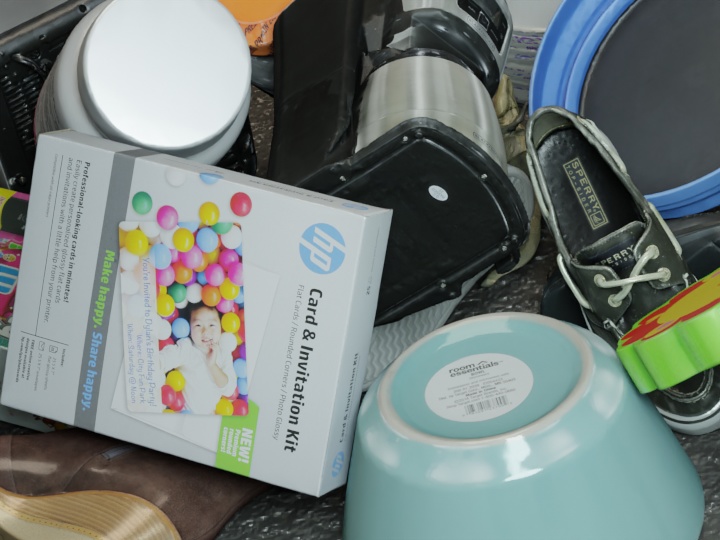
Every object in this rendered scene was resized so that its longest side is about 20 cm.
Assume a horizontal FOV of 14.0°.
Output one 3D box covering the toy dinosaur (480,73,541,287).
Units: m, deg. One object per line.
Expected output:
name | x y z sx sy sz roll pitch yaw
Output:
toy dinosaur | 0.114 -0.062 1.826 0.088 0.048 0.200 -25 33 18

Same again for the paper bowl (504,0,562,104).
paper bowl | 0.154 -0.203 1.966 0.200 0.105 0.201 -10 35 7

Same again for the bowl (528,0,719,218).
bowl | 0.192 -0.121 1.730 0.200 0.039 0.201 -21 52 29

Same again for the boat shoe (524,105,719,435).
boat shoe | 0.143 0.000 1.620 0.071 0.064 0.200 -31 72 6

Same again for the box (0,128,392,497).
box | -0.091 0.021 1.586 0.199 0.157 0.041 15 13 20

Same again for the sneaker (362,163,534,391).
sneaker | 0.000 0.000 1.757 0.200 0.074 0.118 -40 33 -25

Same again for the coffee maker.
coffee maker | -0.003 -0.075 1.673 0.191 0.135 0.200 -11 36 9

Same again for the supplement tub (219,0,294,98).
supplement tub | -0.014 -0.154 1.851 0.122 0.200 0.123 -8 72 25

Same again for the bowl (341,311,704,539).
bowl | 0.076 0.097 1.551 0.200 0.105 0.201 -10 34 7

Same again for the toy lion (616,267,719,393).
toy lion | 0.229 -0.004 1.529 0.191 0.069 0.200 -30 3 37

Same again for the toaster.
toaster | -0.170 -0.114 1.890 0.200 0.181 0.119 -29 33 -19

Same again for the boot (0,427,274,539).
boot | -0.146 0.111 1.663 0.166 0.073 0.200 -32 40 -34

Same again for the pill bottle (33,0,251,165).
pill bottle | -0.125 -0.099 1.711 0.113 0.114 0.200 -24 -2 -14

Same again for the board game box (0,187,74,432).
board game box | -0.222 0.017 1.772 0.199 0.064 0.148 14 39 7

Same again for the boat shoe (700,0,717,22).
boat shoe | 0.214 -0.134 1.811 0.063 0.073 0.201 3 70 53

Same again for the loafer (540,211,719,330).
loafer | 0.200 -0.008 1.690 0.199 0.073 0.072 -9 29 7
